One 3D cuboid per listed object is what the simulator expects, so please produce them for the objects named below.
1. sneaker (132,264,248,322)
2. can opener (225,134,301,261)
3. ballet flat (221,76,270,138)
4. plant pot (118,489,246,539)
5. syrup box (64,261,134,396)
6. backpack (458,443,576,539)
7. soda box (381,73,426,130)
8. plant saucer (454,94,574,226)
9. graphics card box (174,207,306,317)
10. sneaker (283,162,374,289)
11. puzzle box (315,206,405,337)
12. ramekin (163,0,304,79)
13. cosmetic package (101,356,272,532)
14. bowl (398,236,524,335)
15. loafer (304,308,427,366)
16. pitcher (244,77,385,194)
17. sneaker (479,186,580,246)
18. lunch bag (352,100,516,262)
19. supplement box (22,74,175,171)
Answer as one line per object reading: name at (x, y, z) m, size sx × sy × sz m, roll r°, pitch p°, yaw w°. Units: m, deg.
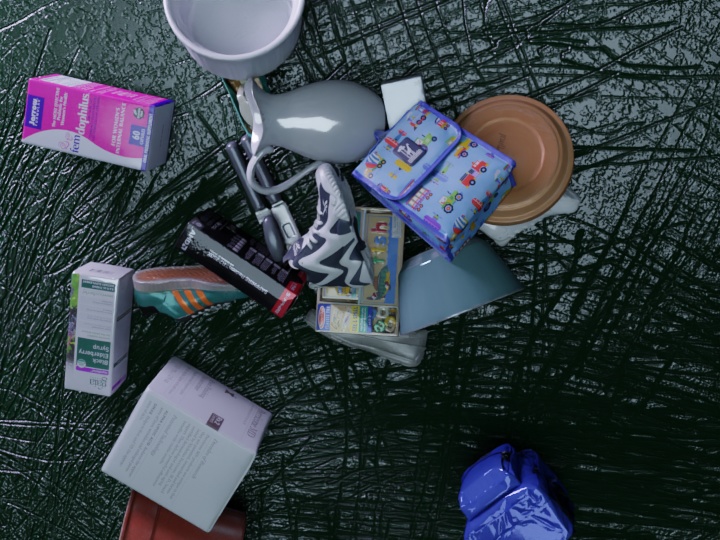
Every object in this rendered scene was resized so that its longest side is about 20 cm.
sneaker at (-0.264, 0.040, 1.560) m, size 0.198 × 0.072 × 0.081 m, roll 0°, pitch 117°, yaw 4°
can opener at (-0.149, -0.114, 1.510) m, size 0.052 × 0.066 × 0.201 m, roll -23°, pitch 96°, yaw 3°
ballet flat at (-0.175, -0.284, 1.464) m, size 0.067 × 0.070 × 0.201 m, roll -24°, pitch 100°, yaw 11°
plant pot at (-0.298, 0.459, 1.609) m, size 0.194 × 0.201 × 0.202 m, roll 13°, pitch 105°, yaw -7°
syrup box at (-0.424, 0.095, 1.577) m, size 0.078 × 0.081 × 0.202 m, roll 9°, pitch 103°, yaw 4°
backpack at (0.243, 0.361, 1.523) m, size 0.162 × 0.200 × 0.168 m, roll -33°, pitch 89°, yaw 14°
soda box at (0.081, -0.190, 1.465) m, size 0.063 × 0.068 × 0.202 m, roll -11°, pitch 103°, yaw 7°
plant saucer at (0.214, -0.166, 1.431) m, size 0.199 × 0.032 × 0.202 m, roll -3°, pitch 75°, yaw 12°
graphics card box at (-0.181, -0.014, 1.504) m, size 0.199 × 0.126 × 0.051 m, roll 35°, pitch 105°, yaw -5°
sneaker at (-0.066, -0.055, 1.445) m, size 0.129 × 0.080 × 0.200 m, roll -14°, pitch 123°, yaw 11°
puzzle box at (0.000, 0.000, 1.510) m, size 0.132 × 0.025 × 0.202 m, roll 3°, pitch 85°, yaw 5°
ramekin at (-0.177, -0.375, 1.394) m, size 0.199 × 0.098 × 0.202 m, roll 0°, pitch 77°, yaw -1°
cosmetic package at (-0.275, 0.277, 1.565) m, size 0.199 × 0.165 × 0.166 m, roll 30°, pitch 104°, yaw -4°
bowl at (0.135, 0.015, 1.459) m, size 0.200 × 0.201 × 0.106 m, roll -22°, pitch 86°, yaw 10°
loafer at (0.010, 0.094, 1.548) m, size 0.199 × 0.070 × 0.070 m, roll 19°, pitch 87°, yaw 2°
pitcher at (-0.071, -0.197, 1.436) m, size 0.198 × 0.121 × 0.173 m, roll -1°, pitch 112°, yaw -16°
sneaker at (0.235, -0.087, 1.481) m, size 0.198 × 0.078 × 0.100 m, roll 0°, pitch 111°, yaw 14°
lunch bag at (0.099, -0.139, 1.379) m, size 0.200 × 0.094 × 0.151 m, roll 39°, pitch 83°, yaw 17°
supplement box at (-0.400, -0.228, 1.484) m, size 0.198 × 0.103 × 0.102 m, roll 13°, pitch 106°, yaw 4°
